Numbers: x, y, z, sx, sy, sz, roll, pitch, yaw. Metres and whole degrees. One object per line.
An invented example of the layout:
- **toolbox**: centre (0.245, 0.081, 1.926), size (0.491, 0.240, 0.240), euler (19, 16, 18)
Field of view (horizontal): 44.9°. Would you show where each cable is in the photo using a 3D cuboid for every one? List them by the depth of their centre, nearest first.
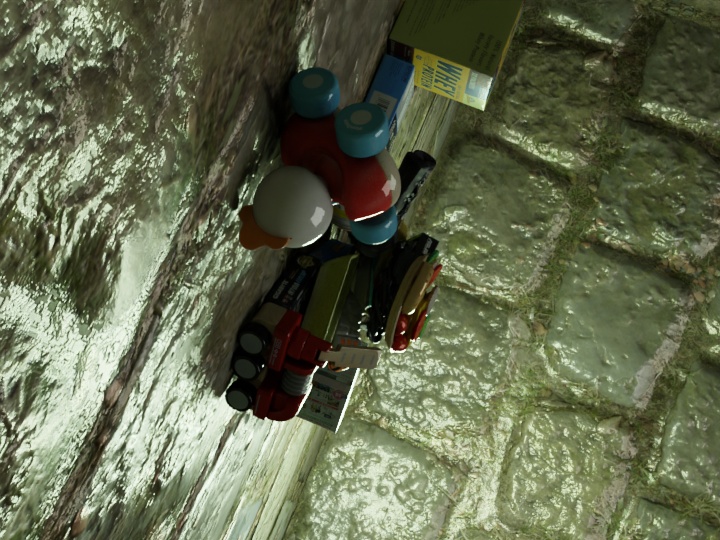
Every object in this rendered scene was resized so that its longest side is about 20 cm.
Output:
- **cable**: centre (0.042, 0.047, 1.630), size (0.163, 0.050, 0.201), euler (125, -14, -62)

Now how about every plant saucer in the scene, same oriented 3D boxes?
- **plant saucer**: centre (-0.059, 0.060, 1.491), size (0.200, 0.048, 0.201), euler (-25, 133, -85)

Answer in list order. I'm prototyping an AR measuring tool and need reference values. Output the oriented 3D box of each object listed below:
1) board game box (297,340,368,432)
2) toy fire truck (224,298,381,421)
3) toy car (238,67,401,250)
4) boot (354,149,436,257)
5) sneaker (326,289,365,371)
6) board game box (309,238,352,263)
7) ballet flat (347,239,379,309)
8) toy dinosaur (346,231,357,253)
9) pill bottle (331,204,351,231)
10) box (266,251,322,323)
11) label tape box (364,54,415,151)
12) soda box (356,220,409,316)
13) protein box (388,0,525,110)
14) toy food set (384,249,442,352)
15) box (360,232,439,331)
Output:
- **board game box**: centre (-0.084, 0.225, 1.850), size (0.064, 0.147, 0.201), euler (-59, 169, -68)
- **toy fire truck**: centre (-0.085, 0.151, 1.343), size (0.129, 0.199, 0.177), euler (-58, 168, -57)
- **toy car**: centre (-0.072, -0.099, 1.037), size (0.199, 0.177, 0.185), euler (-35, 146, -20)
- **boot**: centre (0.072, -0.133, 1.598), size (0.201, 0.065, 0.165), euler (-63, 177, 23)
- **sneaker**: centre (-0.042, 0.098, 1.667), size (0.112, 0.077, 0.201), euler (-38, -142, 58)
- **board game box**: centre (-0.084, 0.051, 1.687), size (0.200, 0.056, 0.197), euler (-46, 157, -74)
- **ballet flat**: centre (0.000, 0.000, 1.636), size (0.201, 0.063, 0.068), euler (-78, 173, -50)
- **toy dinosaur**: centre (-0.004, -0.059, 1.815), size (0.200, 0.076, 0.103), euler (148, -56, -79)
- **pill bottle**: centre (-0.012, -0.133, 1.444), size (0.200, 0.109, 0.110), euler (88, 24, -75)
- **box**: centre (-0.129, 0.091, 1.470), size (0.159, 0.046, 0.201), euler (-60, 169, -55)
- **label tape box**: centre (0.049, -0.294, 1.631), size (0.200, 0.066, 0.144), euler (65, 47, -79)
- **soda box**: centre (0.026, -0.014, 1.756), size (0.201, 0.064, 0.068), euler (-66, 157, -9)
- **protein box**: centre (0.177, -0.440, 1.609), size (0.135, 0.199, 0.200), euler (89, 24, -74)
- **toy food set**: centre (0.101, 0.058, 1.591), size (0.198, 0.048, 0.201), euler (-41, 150, -63)
- **box**: centre (0.074, 0.030, 1.783), size (0.194, 0.047, 0.200), euler (-64, -169, -15)
